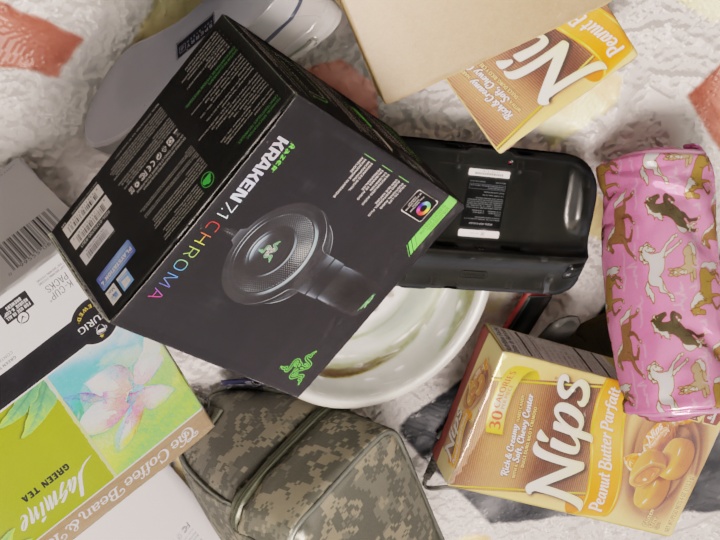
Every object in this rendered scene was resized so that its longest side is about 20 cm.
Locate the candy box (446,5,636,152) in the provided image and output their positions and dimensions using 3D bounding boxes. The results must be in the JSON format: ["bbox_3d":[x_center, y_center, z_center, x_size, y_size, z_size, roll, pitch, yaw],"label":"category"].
[{"bbox_3d":[0.083,-0.187,0.991,0.115,0.055,0.200,-34,126,9],"label":"candy box"}]

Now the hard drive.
[{"bbox_3d":[-0.187,0.203,1.162,0.132,0.025,0.201,-52,124,-27],"label":"hard drive"}]

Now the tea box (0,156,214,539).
[{"bbox_3d":[-0.240,0.074,1.014,0.199,0.133,0.198,-38,130,-13],"label":"tea box"}]

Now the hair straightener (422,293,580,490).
[{"bbox_3d":[0.112,0.109,1.202,0.041,0.077,0.201,5,126,-50],"label":"hair straightener"}]

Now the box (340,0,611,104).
[{"bbox_3d":[0.051,-0.216,0.906,0.162,0.021,0.201,-24,125,3],"label":"box"}]

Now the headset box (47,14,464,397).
[{"bbox_3d":[-0.057,-0.030,0.939,0.174,0.093,0.200,-49,142,10],"label":"headset box"}]

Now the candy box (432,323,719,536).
[{"bbox_3d":[0.168,0.124,1.158,0.198,0.055,0.116,15,107,-19],"label":"candy box"}]

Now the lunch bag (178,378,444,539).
[{"bbox_3d":[-0.045,0.188,1.166,0.140,0.167,0.201,-49,135,-27],"label":"lunch bag"}]

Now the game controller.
[{"bbox_3d":[0.081,-0.037,1.074,0.198,0.042,0.106,4,95,-27],"label":"game controller"}]

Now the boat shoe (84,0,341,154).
[{"bbox_3d":[-0.096,-0.123,0.965,0.199,0.074,0.065,-26,142,36],"label":"boat shoe"}]

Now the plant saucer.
[{"bbox_3d":[0.000,0.000,1.098,0.198,0.050,0.202,-10,116,-20],"label":"plant saucer"}]

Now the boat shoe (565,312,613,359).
[{"bbox_3d":[0.247,0.055,1.212,0.199,0.072,0.066,-23,134,7],"label":"boat shoe"}]

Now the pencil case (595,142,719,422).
[{"bbox_3d":[0.223,0.008,1.099,0.086,0.202,0.082,0,171,-42],"label":"pencil case"}]
